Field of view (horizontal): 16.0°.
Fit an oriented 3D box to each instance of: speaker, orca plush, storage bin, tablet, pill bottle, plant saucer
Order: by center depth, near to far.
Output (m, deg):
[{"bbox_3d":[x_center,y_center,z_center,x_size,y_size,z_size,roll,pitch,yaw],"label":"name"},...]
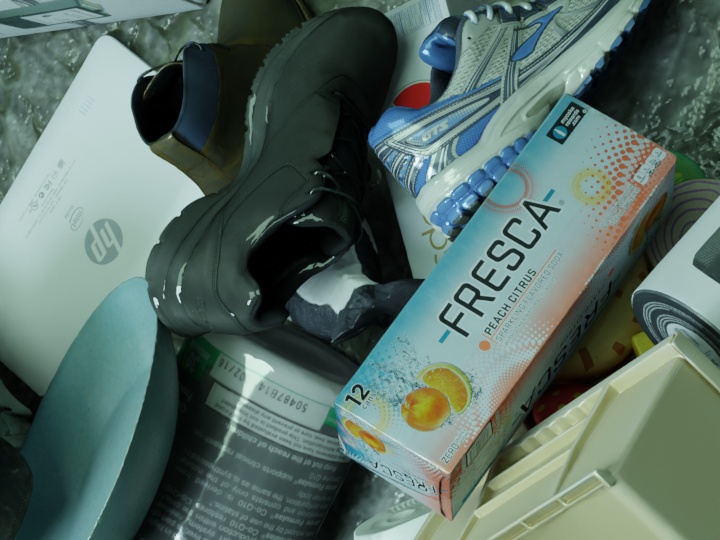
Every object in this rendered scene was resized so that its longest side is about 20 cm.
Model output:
[{"bbox_3d":[0.141,0.163,1.183,0.200,0.094,0.199,43,138,-7],"label":"storage bin"},{"bbox_3d":[0.221,-0.033,1.216,0.081,0.081,0.200,35,72,31],"label":"speaker"},{"bbox_3d":[-0.138,0.103,1.356,0.201,0.039,0.201,-53,23,35],"label":"plant saucer"},{"bbox_3d":[0.000,0.000,1.378,0.105,0.071,0.200,-58,26,-6],"label":"orca plush"},{"bbox_3d":[-0.079,0.129,1.398,0.113,0.113,0.200,31,99,31],"label":"pill bottle"},{"bbox_3d":[-0.164,-0.028,1.535,0.130,0.014,0.200,38,103,30],"label":"tablet"}]

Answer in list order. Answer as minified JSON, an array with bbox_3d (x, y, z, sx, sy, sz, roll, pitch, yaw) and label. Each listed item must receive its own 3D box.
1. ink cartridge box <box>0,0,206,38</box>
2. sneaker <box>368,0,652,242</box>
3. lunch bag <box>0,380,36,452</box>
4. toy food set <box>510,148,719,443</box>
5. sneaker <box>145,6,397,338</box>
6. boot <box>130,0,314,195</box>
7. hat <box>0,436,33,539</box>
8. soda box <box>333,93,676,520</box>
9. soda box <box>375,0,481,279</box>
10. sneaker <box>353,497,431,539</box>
[{"bbox_3d":[-0.193,-0.224,1.542,0.200,0.084,0.146,-5,80,30],"label":"ink cartridge box"},{"bbox_3d":[0.079,-0.111,1.313,0.085,0.077,0.200,39,63,6],"label":"sneaker"},{"bbox_3d":[-0.280,0.112,1.522,0.200,0.118,0.164,-50,62,20],"label":"lunch bag"},{"bbox_3d":[0.157,0.032,1.264,0.198,0.049,0.200,-20,64,-6],"label":"toy food set"},{"bbox_3d":[-0.025,-0.047,1.311,0.091,0.076,0.200,10,67,48],"label":"sneaker"},{"bbox_3d":[-0.075,-0.113,1.414,0.075,0.097,0.200,-35,42,27],"label":"boot"},{"bbox_3d":[-0.223,0.120,1.384,0.201,0.081,0.201,-44,38,50],"label":"hat"},{"bbox_3d":[0.070,0.017,1.215,0.068,0.064,0.200,32,69,17],"label":"soda box"},{"bbox_3d":[0.058,-0.046,1.370,0.064,0.068,0.200,-23,71,26],"label":"soda box"},{"bbox_3d":[0.106,0.169,1.315,0.200,0.081,0.147,-20,96,7],"label":"sneaker"}]
